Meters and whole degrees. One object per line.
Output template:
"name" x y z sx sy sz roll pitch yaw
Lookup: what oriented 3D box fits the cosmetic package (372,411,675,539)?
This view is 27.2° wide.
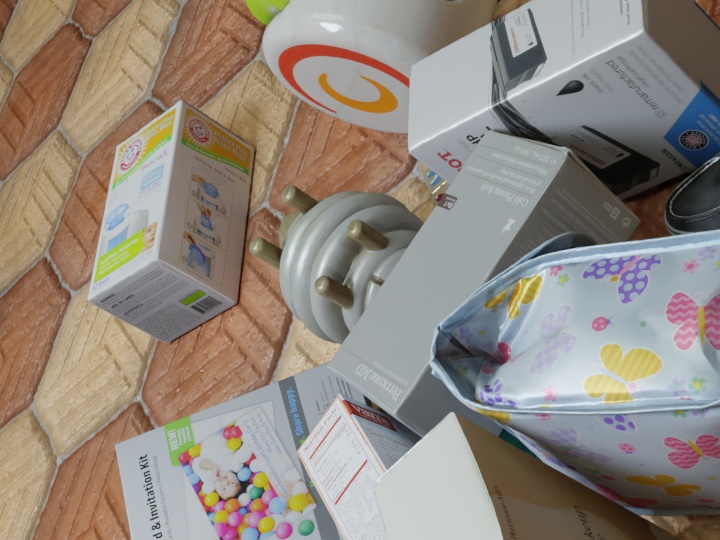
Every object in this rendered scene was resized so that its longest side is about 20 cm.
"cosmetic package" 0.109 0.170 0.832 0.071 0.200 0.105 -45 36 20

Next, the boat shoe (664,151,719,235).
"boat shoe" 0.267 -0.074 0.941 0.200 0.066 0.070 -22 48 42

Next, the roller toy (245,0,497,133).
"roller toy" 0.020 -0.214 1.271 0.182 0.200 0.140 9 70 30

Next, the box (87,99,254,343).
"box" -0.185 -0.049 1.477 0.112 0.101 0.201 -28 44 37

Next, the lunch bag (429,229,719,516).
"lunch bag" 0.158 0.061 0.851 0.199 0.170 0.128 -9 57 35

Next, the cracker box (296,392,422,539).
"cracker box" 0.053 0.174 0.961 0.058 0.134 0.200 -54 33 13

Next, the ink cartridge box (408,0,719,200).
"ink cartridge box" 0.152 -0.117 1.043 0.200 0.144 0.085 -24 47 36

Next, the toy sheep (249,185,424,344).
"toy sheep" 0.000 0.000 1.173 0.200 0.138 0.138 36 93 47

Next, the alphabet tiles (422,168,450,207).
"alphabet tiles" 0.128 -0.073 1.175 0.167 0.008 0.200 -43 36 22

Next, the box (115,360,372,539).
"box" -0.076 0.166 1.115 0.199 0.041 0.156 -21 51 4

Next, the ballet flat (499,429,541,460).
"ballet flat" 0.148 0.070 0.988 0.200 0.076 0.064 -42 3 15

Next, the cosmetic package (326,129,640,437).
"cosmetic package" 0.079 0.017 0.976 0.200 0.090 0.107 -54 30 -7
